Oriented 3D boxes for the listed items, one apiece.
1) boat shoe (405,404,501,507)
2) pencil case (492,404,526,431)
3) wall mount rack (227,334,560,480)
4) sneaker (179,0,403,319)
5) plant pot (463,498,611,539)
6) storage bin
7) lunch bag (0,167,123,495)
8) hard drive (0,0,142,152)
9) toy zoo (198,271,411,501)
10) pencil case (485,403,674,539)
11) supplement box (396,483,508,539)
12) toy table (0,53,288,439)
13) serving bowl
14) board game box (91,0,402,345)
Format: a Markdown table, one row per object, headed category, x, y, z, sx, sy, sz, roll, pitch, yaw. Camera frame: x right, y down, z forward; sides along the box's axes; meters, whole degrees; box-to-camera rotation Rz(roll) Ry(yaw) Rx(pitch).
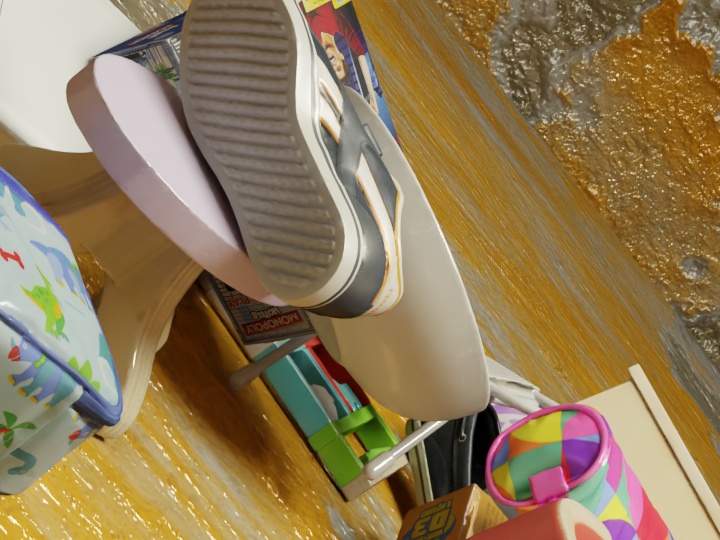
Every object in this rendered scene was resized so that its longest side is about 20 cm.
| category | x | y | z | sx | sy | sz | roll | pitch | yaw |
| --- | --- | --- | --- | --- | --- | --- | --- | --- | --- |
| boat shoe | 0.080 | 0.169 | 1.658 | 0.075 | 0.062 | 0.201 | 43 | 28 | -50 |
| pencil case | 0.109 | 0.174 | 1.738 | 0.084 | 0.085 | 0.200 | 73 | -10 | -52 |
| wall mount rack | 0.026 | 0.074 | 1.534 | 0.200 | 0.075 | 0.173 | 30 | 9 | 36 |
| sneaker | -0.034 | -0.061 | 1.288 | 0.079 | 0.078 | 0.201 | 27 | 41 | -53 |
| plant pot | 0.067 | 0.217 | 1.228 | 0.201 | 0.177 | 0.201 | 50 | 13 | -16 |
| storage bin | 0.202 | 0.214 | 1.830 | 0.199 | 0.093 | 0.200 | 82 | -15 | -53 |
| lunch bag | -0.193 | -0.010 | 1.082 | 0.200 | 0.082 | 0.161 | 45 | 12 | -43 |
| hard drive | -0.166 | -0.105 | 1.462 | 0.200 | 0.027 | 0.132 | 43 | 43 | -45 |
| toy zoo | -0.043 | 0.053 | 1.640 | 0.200 | 0.020 | 0.131 | 56 | 11 | 5 |
| pencil case | 0.146 | 0.169 | 1.486 | 0.200 | 0.088 | 0.089 | 57 | 8 | -32 |
| supplement box | 0.108 | 0.218 | 1.569 | 0.200 | 0.066 | 0.069 | 41 | 45 | -26 |
| toy table | -0.119 | -0.016 | 1.299 | 0.200 | 0.117 | 0.184 | 42 | 18 | -45 |
| serving bowl | 0.000 | 0.000 | 1.425 | 0.200 | 0.066 | 0.201 | 157 | -90 | -81 |
| board game box | -0.054 | -0.068 | 1.541 | 0.200 | 0.061 | 0.201 | -35 | 110 | -54 |
